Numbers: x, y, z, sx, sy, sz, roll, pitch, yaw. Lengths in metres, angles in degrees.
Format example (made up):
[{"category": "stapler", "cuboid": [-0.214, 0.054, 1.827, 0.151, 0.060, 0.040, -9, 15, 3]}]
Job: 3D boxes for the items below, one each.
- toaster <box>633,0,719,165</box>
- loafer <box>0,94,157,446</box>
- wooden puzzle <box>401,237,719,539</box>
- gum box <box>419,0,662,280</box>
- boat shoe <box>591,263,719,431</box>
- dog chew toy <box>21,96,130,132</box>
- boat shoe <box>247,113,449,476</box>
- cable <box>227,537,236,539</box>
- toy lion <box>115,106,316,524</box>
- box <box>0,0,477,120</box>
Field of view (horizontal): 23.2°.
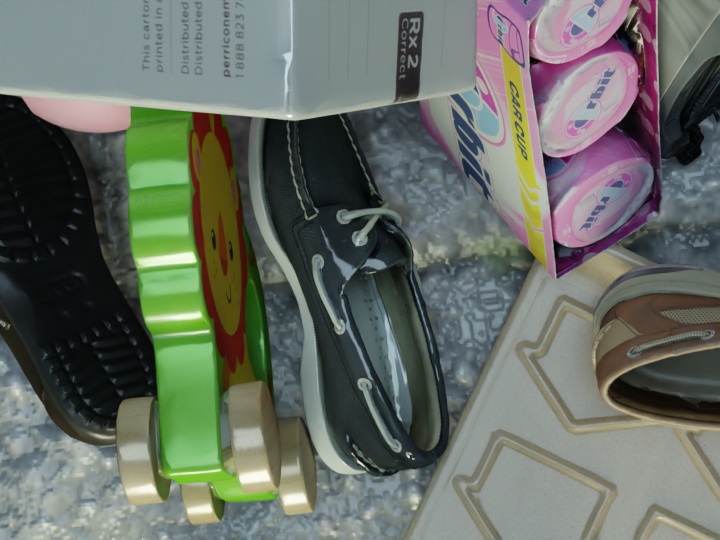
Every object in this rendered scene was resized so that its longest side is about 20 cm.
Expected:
[{"category": "toaster", "cuboid": [0.148, -0.144, 0.805, 0.113, 0.200, 0.129, -34, 76, -17]}, {"category": "loafer", "cuboid": [-0.164, 0.005, 0.875, 0.073, 0.071, 0.200, -15, 69, -26]}, {"category": "wooden puzzle", "cuboid": [0.136, 0.103, 0.861, 0.185, 0.046, 0.200, 26, 95, 6]}, {"category": "gum box", "cuboid": [0.073, -0.101, 0.773, 0.066, 0.200, 0.114, -32, 58, -10]}, {"category": "boat shoe", "cuboid": [0.199, 0.045, 0.773, 0.199, 0.072, 0.076, -1, 126, 20]}, {"category": "dog chew toy", "cuboid": [-0.086, -0.152, 0.850, 0.200, 0.125, 0.125, -29, 87, -3]}, {"category": "boat shoe", "cuboid": [0.000, 0.000, 0.853, 0.060, 0.076, 0.201, -9, 99, 44]}, {"category": "cable", "cuboid": [-0.052, 0.233, 0.887, 0.097, 0.050, 0.201, -21, 100, -12]}, {"category": "toy lion", "cuboid": [-0.070, 0.013, 0.807, 0.068, 0.200, 0.192, -6, 77, 5]}, {"category": "box", "cuboid": [-0.068, -0.166, 0.672, 0.199, 0.131, 0.200, 8, 104, 33]}]
